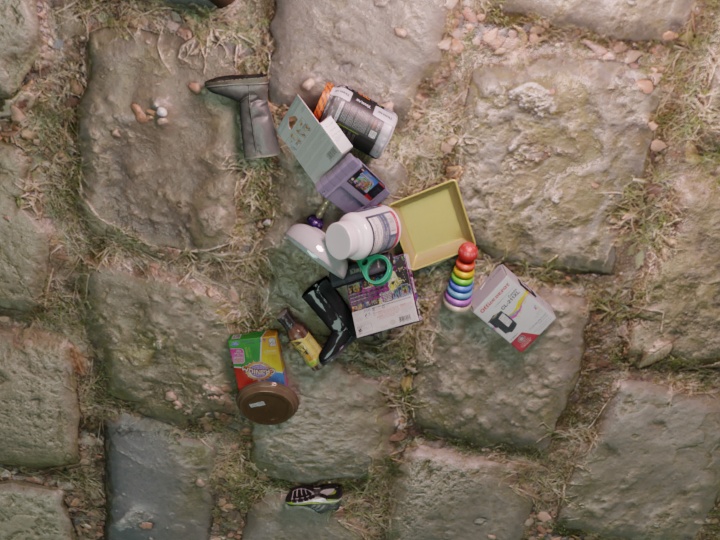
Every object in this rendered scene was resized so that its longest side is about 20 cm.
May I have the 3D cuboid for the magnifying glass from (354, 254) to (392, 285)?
[{"bbox_3d":[0.008,-0.025,1.639,0.081,0.198,0.022,-57,142,-1],"label":"magnifying glass"}]

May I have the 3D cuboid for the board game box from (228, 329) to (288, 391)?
[{"bbox_3d":[-0.306,0.285,1.836,0.147,0.041,0.206,-6,112,4],"label":"board game box"}]

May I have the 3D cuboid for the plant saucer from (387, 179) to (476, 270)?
[{"bbox_3d":[0.194,-0.126,1.649,0.194,0.049,0.205,-19,110,9],"label":"plant saucer"}]

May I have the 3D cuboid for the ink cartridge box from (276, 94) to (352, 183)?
[{"bbox_3d":[-0.119,-0.328,1.513,0.043,0.199,0.175,-38,94,-27],"label":"ink cartridge box"}]

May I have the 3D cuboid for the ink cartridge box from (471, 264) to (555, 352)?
[{"bbox_3d":[0.425,0.108,1.718,0.198,0.083,0.146,37,110,-13],"label":"ink cartridge box"}]

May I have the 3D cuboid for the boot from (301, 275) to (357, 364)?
[{"bbox_3d":[-0.104,0.143,1.744,0.164,0.065,0.202,-40,112,-11],"label":"boot"}]

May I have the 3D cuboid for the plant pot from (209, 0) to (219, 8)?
[{"bbox_3d":[-0.341,-0.712,1.373,0.183,0.189,0.202,-28,124,13],"label":"plant pot"}]

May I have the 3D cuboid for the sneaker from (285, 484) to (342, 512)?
[{"bbox_3d":[-0.153,0.766,2.013,0.193,0.074,0.083,-1,116,4],"label":"sneaker"}]

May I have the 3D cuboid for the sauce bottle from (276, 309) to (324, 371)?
[{"bbox_3d":[-0.173,0.204,1.788,0.064,0.065,0.202,-32,106,14],"label":"sauce bottle"}]

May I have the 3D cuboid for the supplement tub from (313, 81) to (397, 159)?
[{"bbox_3d":[-0.015,-0.376,1.514,0.196,0.123,0.125,26,111,-10],"label":"supplement tub"}]

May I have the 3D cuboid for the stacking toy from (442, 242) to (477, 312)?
[{"bbox_3d":[0.282,0.014,1.660,0.082,0.087,0.205,7,126,-1],"label":"stacking toy"}]

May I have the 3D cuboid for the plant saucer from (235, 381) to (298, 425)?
[{"bbox_3d":[-0.285,0.412,1.859,0.193,0.030,0.204,0,132,0],"label":"plant saucer"}]

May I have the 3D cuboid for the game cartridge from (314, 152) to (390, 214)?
[{"bbox_3d":[-0.015,-0.209,1.569,0.128,0.039,0.199,-35,146,17],"label":"game cartridge"}]

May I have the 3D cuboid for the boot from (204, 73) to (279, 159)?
[{"bbox_3d":[-0.300,-0.389,1.554,0.175,0.073,0.206,0,119,4],"label":"boot"}]

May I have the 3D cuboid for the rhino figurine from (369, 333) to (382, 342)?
[{"bbox_3d":[0.053,0.118,1.744,0.085,0.060,0.206,20,112,10],"label":"rhino figurine"}]

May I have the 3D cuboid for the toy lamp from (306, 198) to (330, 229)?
[{"bbox_3d":[-0.077,-0.207,1.620,0.057,0.059,0.203,29,110,-10],"label":"toy lamp"}]

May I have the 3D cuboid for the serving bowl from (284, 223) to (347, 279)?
[{"bbox_3d":[-0.107,-0.063,1.619,0.198,0.200,0.067,37,85,-12],"label":"serving bowl"}]

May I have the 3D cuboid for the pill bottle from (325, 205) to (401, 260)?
[{"bbox_3d":[0.005,-0.094,1.560,0.117,0.197,0.124,13,111,38],"label":"pill bottle"}]

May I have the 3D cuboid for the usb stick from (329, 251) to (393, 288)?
[{"bbox_3d":[0.000,0.000,1.666,0.195,0.057,0.032,-18,150,25],"label":"usb stick"}]

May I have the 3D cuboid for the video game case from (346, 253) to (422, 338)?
[{"bbox_3d":[0.060,0.072,1.667,0.195,0.036,0.187,-18,78,26],"label":"video game case"}]
